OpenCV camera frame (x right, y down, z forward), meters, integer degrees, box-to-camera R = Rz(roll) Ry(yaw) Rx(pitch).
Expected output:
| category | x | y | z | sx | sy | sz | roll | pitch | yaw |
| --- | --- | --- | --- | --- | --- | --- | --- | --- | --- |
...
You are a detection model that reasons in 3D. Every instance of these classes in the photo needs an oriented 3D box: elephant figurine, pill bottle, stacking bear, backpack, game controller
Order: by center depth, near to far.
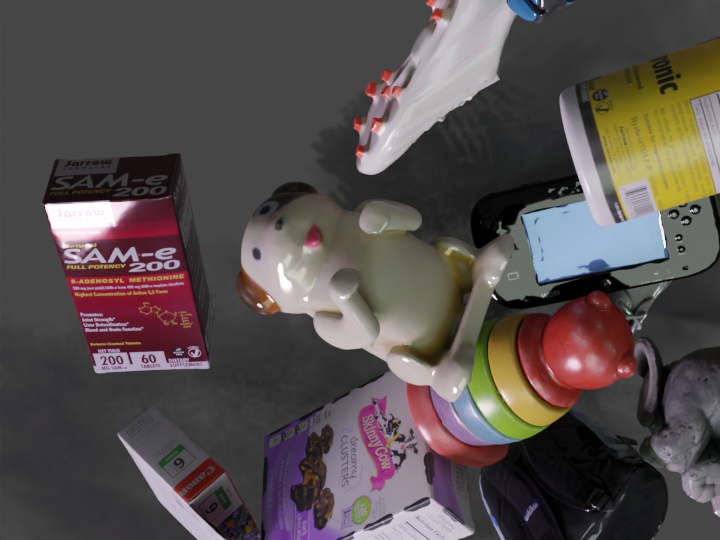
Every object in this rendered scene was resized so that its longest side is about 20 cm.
| category | x | y | z | sx | sy | sz | roll | pitch | yaw |
| --- | --- | --- | --- | --- | --- | --- | --- | --- | --- |
| pill bottle | 0.257 | -0.112 | 0.928 | 0.199 | 0.112 | 0.112 | -16 | 131 | 15 |
| game controller | 0.193 | -0.031 | 1.029 | 0.198 | 0.042 | 0.105 | -12 | 99 | 17 |
| stacking bear | 0.145 | 0.084 | 1.063 | 0.199 | 0.122 | 0.113 | -30 | 164 | 39 |
| elephant figurine | 0.302 | 0.120 | 1.148 | 0.141 | 0.200 | 0.155 | 41 | 97 | -14 |
| backpack | 0.193 | 0.210 | 1.173 | 0.153 | 0.200 | 0.164 | 28 | 97 | -38 |

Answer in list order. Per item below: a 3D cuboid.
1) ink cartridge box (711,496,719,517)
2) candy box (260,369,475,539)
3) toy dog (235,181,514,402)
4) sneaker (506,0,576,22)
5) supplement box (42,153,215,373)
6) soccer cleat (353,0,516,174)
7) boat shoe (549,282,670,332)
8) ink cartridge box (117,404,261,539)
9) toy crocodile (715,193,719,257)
| category | x | y | z | sx | sy | sz | roll | pitch | yaw |
| --- | --- | --- | --- | --- | --- | --- | --- | --- | --- |
| ink cartridge box | 0.435 | 0.186 | 1.252 | 0.176 | 0.045 | 0.200 | 35 | 124 | -30 |
| candy box | 0.003 | 0.198 | 1.178 | 0.199 | 0.169 | 0.072 | -30 | 128 | 24 |
| toy dog | 0.000 | 0.000 | 1.020 | 0.199 | 0.194 | 0.140 | 23 | 86 | -9 |
| sneaker | 0.120 | -0.271 | 0.822 | 0.082 | 0.073 | 0.201 | -28 | 127 | -21 |
| supplement box | -0.192 | -0.002 | 1.066 | 0.108 | 0.061 | 0.201 | -3 | 132 | 4 |
| soccer cleat | 0.060 | -0.142 | 0.933 | 0.077 | 0.070 | 0.200 | 19 | 128 | -21 |
| boat shoe | 0.219 | 0.035 | 1.093 | 0.072 | 0.069 | 0.200 | 28 | 127 | -23 |
| ink cartridge box | -0.146 | 0.221 | 1.193 | 0.050 | 0.200 | 0.109 | -39 | 135 | -20 |
| toy crocodile | 0.339 | 0.002 | 1.063 | 0.061 | 0.068 | 0.200 | -23 | 129 | 21 |
